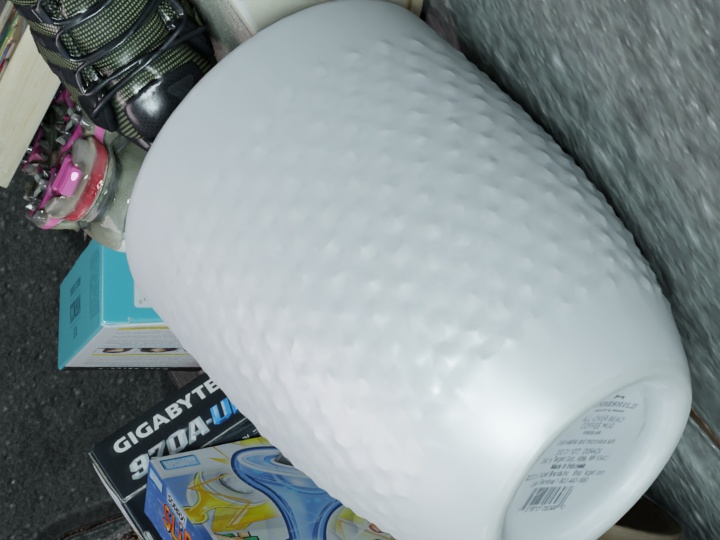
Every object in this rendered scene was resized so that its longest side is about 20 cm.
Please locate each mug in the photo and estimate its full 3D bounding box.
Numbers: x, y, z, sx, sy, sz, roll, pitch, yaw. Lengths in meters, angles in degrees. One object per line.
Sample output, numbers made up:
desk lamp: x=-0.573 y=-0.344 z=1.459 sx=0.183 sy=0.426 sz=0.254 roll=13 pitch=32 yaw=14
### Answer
mug: x=0.038 y=0.020 z=0.713 sx=0.175 sy=0.148 sz=0.200 roll=46 pitch=-169 yaw=33

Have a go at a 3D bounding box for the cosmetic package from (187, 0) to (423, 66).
cosmetic package: x=-0.034 y=-0.109 z=0.814 sx=0.104 sy=0.073 sz=0.200 roll=56 pitch=171 yaw=9

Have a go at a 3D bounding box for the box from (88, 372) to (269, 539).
box: x=-0.029 y=0.099 z=1.072 sx=0.046 sy=0.199 sz=0.159 roll=48 pitch=167 yaw=41

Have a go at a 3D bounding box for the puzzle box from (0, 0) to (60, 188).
puzzle box: x=-0.146 y=-0.133 z=0.945 sx=0.025 sy=0.134 sz=0.200 roll=25 pitch=-163 yaw=-16

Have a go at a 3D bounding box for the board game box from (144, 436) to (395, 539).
board game box: x=0.011 y=0.126 z=0.981 sx=0.135 sy=0.199 sz=0.035 roll=46 pitch=137 yaw=46

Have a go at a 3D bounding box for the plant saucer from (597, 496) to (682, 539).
plant saucer: x=0.040 y=0.082 z=0.843 sx=0.199 sy=0.030 sz=0.200 roll=23 pitch=-175 yaw=-2

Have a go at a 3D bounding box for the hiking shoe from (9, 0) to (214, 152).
hiking shoe: x=-0.092 y=-0.104 z=0.743 sx=0.101 sy=0.076 sz=0.200 roll=46 pitch=175 yaw=20

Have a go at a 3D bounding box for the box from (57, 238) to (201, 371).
box: x=-0.104 y=0.017 z=1.009 sx=0.200 sy=0.082 sz=0.050 roll=150 pitch=120 yaw=-73

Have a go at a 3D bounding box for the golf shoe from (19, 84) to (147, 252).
golf shoe: x=-0.107 y=-0.054 z=0.916 sx=0.092 sy=0.073 sz=0.200 roll=23 pitch=-162 yaw=-19
